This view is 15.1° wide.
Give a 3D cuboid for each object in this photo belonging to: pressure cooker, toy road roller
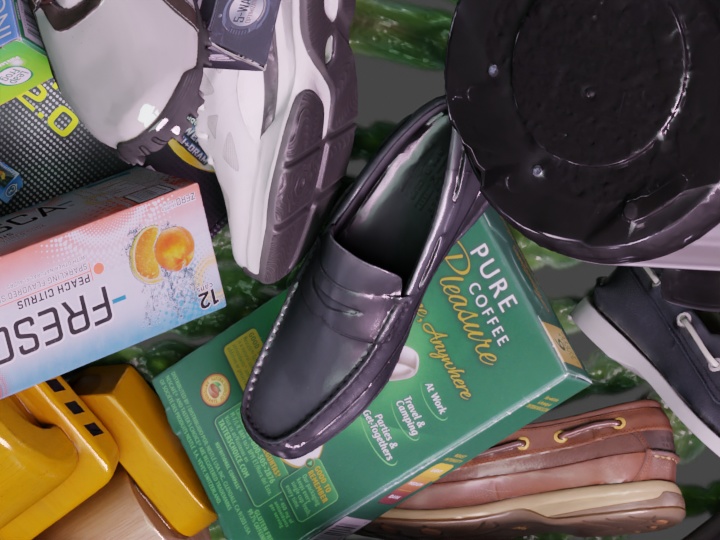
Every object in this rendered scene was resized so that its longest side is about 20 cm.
[{"bbox_3d":[0.155,-0.088,1.249,0.176,0.200,0.179,-44,66,24],"label":"pressure cooker"},{"bbox_3d":[-0.173,0.106,1.371,0.123,0.146,0.200,-36,102,16],"label":"toy road roller"}]

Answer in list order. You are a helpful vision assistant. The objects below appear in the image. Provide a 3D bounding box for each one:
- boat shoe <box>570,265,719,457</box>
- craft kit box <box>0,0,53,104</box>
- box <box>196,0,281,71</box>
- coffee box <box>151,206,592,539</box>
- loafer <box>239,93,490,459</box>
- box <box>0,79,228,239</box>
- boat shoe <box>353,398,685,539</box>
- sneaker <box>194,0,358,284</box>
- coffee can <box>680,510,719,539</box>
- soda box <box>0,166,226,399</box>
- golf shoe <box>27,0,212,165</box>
[{"bbox_3d":[0.178,0.051,1.303,0.076,0.200,0.060,26,103,-50],"label":"boat shoe"},{"bbox_3d":[-0.240,-0.141,1.256,0.197,0.049,0.200,-23,63,20],"label":"craft kit box"},{"bbox_3d":[-0.094,-0.194,1.230,0.160,0.044,0.200,8,81,38],"label":"box"},{"bbox_3d":[0.004,0.056,1.361,0.200,0.044,0.123,-35,68,15],"label":"coffee box"},{"bbox_3d":[0.000,0.000,1.309,0.068,0.070,0.201,36,96,26],"label":"loafer"},{"bbox_3d":[-0.140,-0.092,1.353,0.200,0.044,0.160,42,108,-9],"label":"box"},{"bbox_3d":[0.067,0.103,1.394,0.200,0.072,0.068,-5,75,16],"label":"boat shoe"},{"bbox_3d":[-0.066,-0.098,1.296,0.115,0.076,0.201,17,118,22],"label":"sneaker"},{"bbox_3d":[0.270,0.137,1.336,0.200,0.146,0.146,-40,101,17],"label":"coffee can"},{"bbox_3d":[-0.165,0.015,1.278,0.200,0.064,0.069,-22,111,-29],"label":"soda box"},{"bbox_3d":[-0.128,-0.136,1.151,0.078,0.094,0.200,-34,60,24],"label":"golf shoe"}]
